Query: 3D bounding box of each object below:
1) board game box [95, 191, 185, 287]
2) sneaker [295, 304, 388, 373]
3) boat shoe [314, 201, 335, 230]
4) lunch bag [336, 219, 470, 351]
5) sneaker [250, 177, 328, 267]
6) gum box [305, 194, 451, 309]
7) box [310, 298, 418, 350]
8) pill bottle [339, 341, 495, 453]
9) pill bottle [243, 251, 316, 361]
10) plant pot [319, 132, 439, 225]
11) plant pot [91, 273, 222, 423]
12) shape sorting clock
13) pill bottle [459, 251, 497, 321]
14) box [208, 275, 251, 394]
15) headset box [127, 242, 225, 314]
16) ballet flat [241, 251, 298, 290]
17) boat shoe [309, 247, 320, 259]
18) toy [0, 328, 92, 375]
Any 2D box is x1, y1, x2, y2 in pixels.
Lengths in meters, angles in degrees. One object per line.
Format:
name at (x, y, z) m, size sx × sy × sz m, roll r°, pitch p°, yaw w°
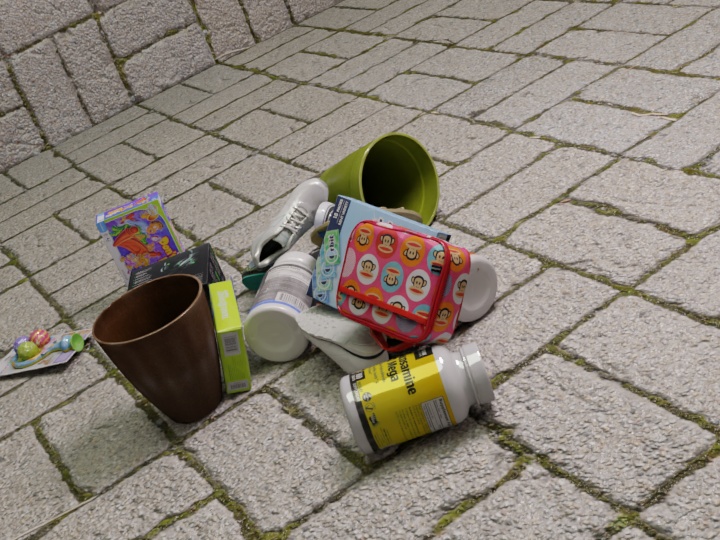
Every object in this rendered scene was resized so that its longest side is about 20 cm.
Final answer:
board game box at (-0.435, -0.044, 2.039) m, size 0.134 × 0.201 × 0.045 m, roll -22°, pitch 27°, yaw -2°
sneaker at (-0.032, 0.117, 1.570) m, size 0.076 × 0.081 × 0.200 m, roll -32°, pitch 37°, yaw -26°
boat shoe at (-0.032, -0.076, 1.857) m, size 0.056 × 0.200 × 0.069 m, roll 13°, pitch 81°, yaw 18°
lunch bag at (0.056, 0.028, 1.443) m, size 0.082 × 0.177 × 0.199 m, roll 10°, pitch 6°, yaw -46°
sneaker at (-0.126, -0.079, 1.817) m, size 0.201 × 0.070 × 0.080 m, roll -50°, pitch 12°, yaw 10°
gum box at (0.025, -0.007, 1.552) m, size 0.199 × 0.171 × 0.044 m, roll 23°, pitch 8°, yaw 34°
box at (0.020, 0.026, 1.609) m, size 0.199 × 0.162 × 0.049 m, roll 18°, pitch 5°, yaw 34°
pill bottle at (0.079, 0.170, 1.385) m, size 0.199 × 0.113 × 0.113 m, roll -19°, pitch 27°, yaw 3°
pill bottle at (-0.127, 0.057, 1.736) m, size 0.113 × 0.114 × 0.200 m, roll -12°, pitch 28°, yaw 16°
plant pot at (0.018, -0.155, 1.963) m, size 0.200 × 0.201 × 0.192 m, roll -40°, pitch 20°, yaw -33°
plant pot at (-0.303, 0.141, 1.611) m, size 0.186 × 0.201 × 0.187 m, roll -17°, pitch 27°, yaw 9°
shape sorting clock at (0.010, -0.074, 1.749) m, size 0.198 × 0.040 × 0.200 m, roll -5°, pitch -13°, yaw -1°
pill bottle at (0.124, 0.009, 1.651) m, size 0.109 × 0.110 × 0.200 m, roll -34°, pitch 30°, yaw -24°
box at (-0.223, 0.104, 1.703) m, size 0.047 × 0.123 × 0.200 m, roll -10°, pitch 26°, yaw -8°
headset box at (-0.357, 0.046, 1.939) m, size 0.173 × 0.093 × 0.200 m, roll -21°, pitch 27°, yaw 2°
ballet flat at (-0.141, -0.005, 1.893) m, size 0.199 × 0.075 × 0.074 m, roll -1°, pitch 33°, yaw 34°
boat shoe at (-0.043, -0.015, 1.860) m, size 0.072 × 0.068 × 0.200 m, roll -32°, pitch 27°, yaw -16°
toy at (-0.640, 0.149, 1.983) m, size 0.199 × 0.047 × 0.115 m, roll -8°, pitch 28°, yaw 22°
